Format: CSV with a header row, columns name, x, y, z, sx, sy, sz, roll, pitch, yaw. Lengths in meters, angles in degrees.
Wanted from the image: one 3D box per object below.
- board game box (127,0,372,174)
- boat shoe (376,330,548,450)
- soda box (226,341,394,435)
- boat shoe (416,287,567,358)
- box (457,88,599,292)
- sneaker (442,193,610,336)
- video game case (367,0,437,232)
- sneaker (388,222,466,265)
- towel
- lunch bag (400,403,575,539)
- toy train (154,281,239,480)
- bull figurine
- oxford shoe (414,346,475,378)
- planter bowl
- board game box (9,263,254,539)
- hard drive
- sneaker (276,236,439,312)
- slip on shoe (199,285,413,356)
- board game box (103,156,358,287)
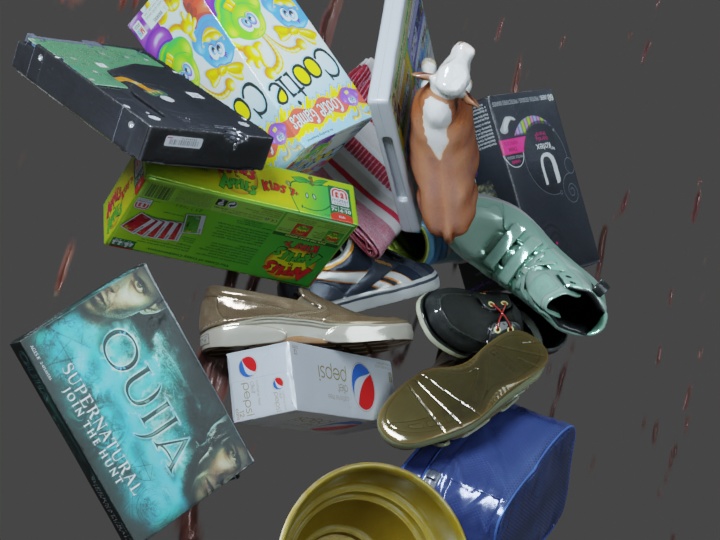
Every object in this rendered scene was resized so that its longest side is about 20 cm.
name,x,y,z,sx,sy,sz,roll,pitch,yaw
board game box,-0.099,-0.182,1.581,0.105,0.103,0.200,-30,83,-45
boat shoe,0.096,0.125,1.659,0.200,0.063,0.073,-31,62,-35
soda box,-0.041,0.110,1.587,0.200,0.068,0.064,15,65,-62
boat shoe,0.131,0.050,1.737,0.201,0.063,0.074,15,57,-48
box,0.161,-0.084,1.880,0.122,0.106,0.200,-14,88,-48
sneaker,0.164,-0.008,1.712,0.200,0.074,0.118,33,8,-6
video game case,0.044,-0.170,1.657,0.182,0.022,0.200,73,20,-49
sneaker,0.056,-0.096,1.792,0.130,0.079,0.200,-18,89,-50
towel,0.012,-0.115,1.710,0.144,0.023,0.200,44,46,-4
lunch bag,0.115,0.209,1.697,0.200,0.132,0.136,-42,144,-47
toy train,-0.160,0.101,1.527,0.046,0.034,0.200,-35,102,-43
bull figurine,0.079,-0.127,1.604,0.121,0.065,0.200,-76,168,-59
oxford shoe,0.101,0.084,1.790,0.200,0.073,0.085,-27,92,-59
planter bowl,-0.004,0.279,1.578,0.200,0.083,0.201,8,73,-27
board game box,-0.190,0.113,1.471,0.135,0.028,0.200,-34,102,-31
hard drive,-0.187,-0.143,1.480,0.140,0.200,0.038,1,117,-47
sneaker,0.000,0.000,1.699,0.200,0.078,0.080,-13,92,-47
slip on shoe,-0.049,0.045,1.592,0.199,0.076,0.061,-1,76,-11
board game box,-0.114,-0.049,1.530,0.200,0.102,0.048,13,50,-25
